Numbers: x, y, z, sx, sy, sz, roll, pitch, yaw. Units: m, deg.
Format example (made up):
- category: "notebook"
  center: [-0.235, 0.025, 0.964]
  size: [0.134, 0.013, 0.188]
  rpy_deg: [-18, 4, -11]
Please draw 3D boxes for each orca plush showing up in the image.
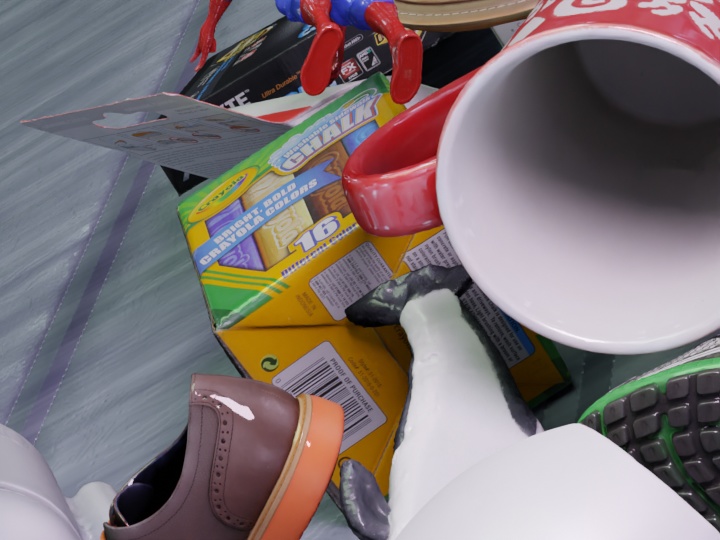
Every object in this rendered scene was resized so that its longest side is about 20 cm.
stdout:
- category: "orca plush"
  center: [0.032, 0.093, 1.061]
  size: [0.105, 0.071, 0.200]
  rpy_deg: [-11, 49, -20]

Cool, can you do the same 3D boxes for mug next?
- category: "mug"
  center: [0.096, -0.077, 1.051]
  size: [0.177, 0.134, 0.200]
  rpy_deg: [16, 29, 8]

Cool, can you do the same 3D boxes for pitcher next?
- category: "pitcher"
  center: [0.031, 0.148, 0.915]
  size: [0.200, 0.121, 0.172]
  rpy_deg: [-49, 25, -4]

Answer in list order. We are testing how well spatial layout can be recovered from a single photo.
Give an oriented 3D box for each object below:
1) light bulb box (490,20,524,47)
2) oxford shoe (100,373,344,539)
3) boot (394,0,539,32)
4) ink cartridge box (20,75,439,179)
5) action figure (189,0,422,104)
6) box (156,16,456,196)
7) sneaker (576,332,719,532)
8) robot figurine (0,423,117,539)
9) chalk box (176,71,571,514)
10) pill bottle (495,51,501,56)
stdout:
- category: "light bulb box"
  center: [0.132, -0.232, 1.393]
  size: [0.198, 0.200, 0.125]
  rpy_deg: [-27, 24, 17]
- category: "oxford shoe"
  center: [-0.079, 0.121, 1.076]
  size: [0.071, 0.072, 0.200]
  rpy_deg: [-93, 28, -61]
- category: "boot"
  center: [0.107, -0.135, 1.298]
  size: [0.199, 0.155, 0.074]
  rpy_deg: [-14, 68, 4]
- category: "ink cartridge box"
  center: [-0.053, -0.080, 1.360]
  size: [0.161, 0.200, 0.050]
  rpy_deg: [-6, 71, 55]
- category: "action figure"
  center: [-0.029, -0.112, 1.234]
  size: [0.200, 0.065, 0.099]
  rpy_deg: [-114, 35, -57]
- category: "box"
  center: [-0.019, -0.134, 1.549]
  size: [0.198, 0.050, 0.200]
  rpy_deg: [-30, 10, 17]
- category: "sneaker"
  center: [0.174, 0.044, 0.986]
  size: [0.200, 0.078, 0.085]
  rpy_deg: [-20, 19, 12]
- category: "robot figurine"
  center: [-0.188, 0.140, 1.219]
  size: [0.169, 0.113, 0.200]
  rpy_deg: [-19, 22, -11]
- category: "chalk box"
  center: [0.000, 0.000, 1.222]
  size: [0.124, 0.125, 0.200]
  rpy_deg: [-33, 25, 5]
- category: "pill bottle"
  center: [0.167, -0.102, 1.209]
  size: [0.200, 0.111, 0.111]
  rpy_deg: [-32, 23, 7]
